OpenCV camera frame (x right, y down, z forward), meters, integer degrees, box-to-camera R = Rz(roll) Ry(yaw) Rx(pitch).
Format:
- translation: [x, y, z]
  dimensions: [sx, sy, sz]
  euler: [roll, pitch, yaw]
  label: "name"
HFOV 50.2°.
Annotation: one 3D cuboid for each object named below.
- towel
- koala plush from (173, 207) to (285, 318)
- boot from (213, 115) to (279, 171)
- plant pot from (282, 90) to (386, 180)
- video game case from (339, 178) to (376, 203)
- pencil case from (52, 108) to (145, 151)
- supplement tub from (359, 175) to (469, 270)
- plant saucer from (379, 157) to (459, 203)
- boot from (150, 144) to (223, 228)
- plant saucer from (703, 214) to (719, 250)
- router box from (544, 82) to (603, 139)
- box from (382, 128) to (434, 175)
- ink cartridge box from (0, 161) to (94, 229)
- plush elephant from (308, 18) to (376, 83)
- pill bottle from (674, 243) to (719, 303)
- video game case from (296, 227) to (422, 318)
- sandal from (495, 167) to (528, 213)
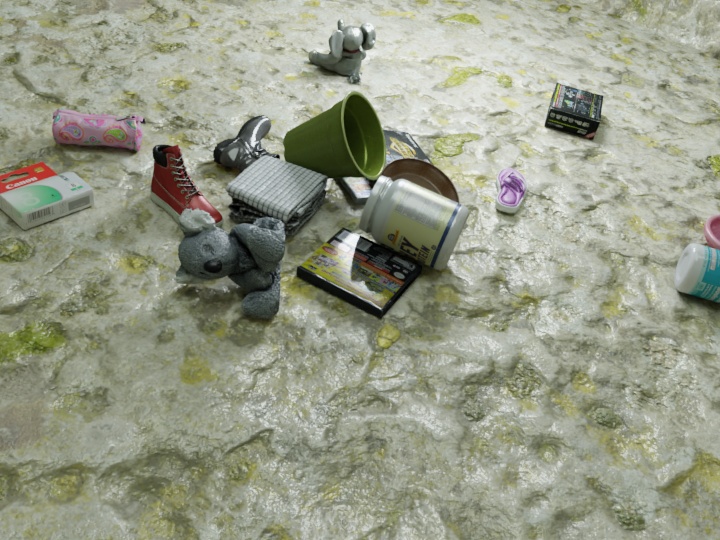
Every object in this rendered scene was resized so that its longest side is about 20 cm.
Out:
- translation: [-0.180, -0.160, 1.669]
  dimensions: [0.164, 0.086, 0.200]
  euler: [22, 38, 10]
  label: "towel"
- translation: [-0.245, -0.027, 1.429]
  dimensions: [0.198, 0.179, 0.184]
  euler: [4, 27, -9]
  label: "koala plush"
- translation: [-0.241, -0.286, 1.825]
  dimensions: [0.131, 0.070, 0.200]
  euler: [25, 52, 21]
  label: "boot"
- translation: [-0.069, -0.285, 1.753]
  dimensions: [0.189, 0.201, 0.200]
  euler: [-10, 29, 29]
  label: "plant pot"
- translation: [0.014, -0.230, 1.857]
  dimensions: [0.142, 0.018, 0.200]
  euler: [-8, 42, -24]
  label: "video game case"
- translation: [-0.600, -0.325, 1.765]
  dimensions: [0.198, 0.088, 0.088]
  euler: [3, 39, -10]
  label: "pencil case"
- translation: [0.111, -0.102, 1.606]
  dimensions: [0.199, 0.146, 0.145]
  euler: [24, 39, 7]
  label: "supplement tub"
- translation: [0.129, -0.167, 1.756]
  dimensions: [0.199, 0.037, 0.202]
  euler: [11, 56, -16]
  label: "plant saucer"
- translation: [-0.360, -0.177, 1.592]
  dimensions: [0.199, 0.145, 0.072]
  euler: [32, 41, 23]
  label: "boot"
- translation: [0.921, -0.060, 1.850]
  dimensions: [0.199, 0.051, 0.201]
  euler: [7, 37, -5]
  label: "plant saucer"
- translation: [0.635, -0.475, 2.286]
  dimensions: [0.149, 0.062, 0.200]
  euler: [19, 39, 8]
  label: "router box"
- translation: [0.085, -0.281, 1.891]
  dimensions: [0.158, 0.050, 0.201]
  euler: [2, 38, -27]
  label: "box"
- translation: [-0.674, -0.173, 1.587]
  dimensions: [0.200, 0.050, 0.160]
  euler: [37, 44, 25]
  label: "ink cartridge box"
- translation: [-0.043, -0.664, 2.272]
  dimensions: [0.164, 0.156, 0.200]
  euler: [-13, 44, -28]
  label: "plush elephant"
- translation: [0.798, 0.019, 1.671]
  dimensions: [0.198, 0.111, 0.111]
  euler: [17, 38, 8]
  label: "pill bottle"
- translation: [0.000, 0.000, 1.560]
  dimensions: [0.199, 0.026, 0.181]
  euler: [27, 40, 17]
  label: "video game case"
- translation: [0.377, -0.208, 1.896]
  dimensions: [0.082, 0.050, 0.203]
  euler: [14, 38, 3]
  label: "sandal"
